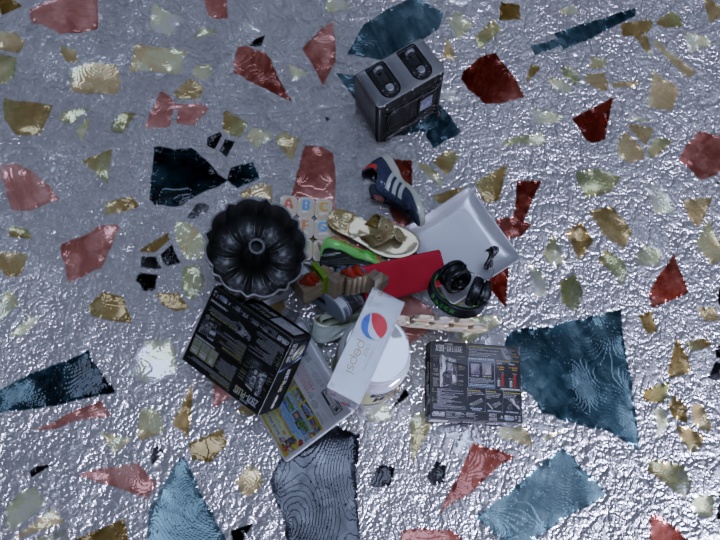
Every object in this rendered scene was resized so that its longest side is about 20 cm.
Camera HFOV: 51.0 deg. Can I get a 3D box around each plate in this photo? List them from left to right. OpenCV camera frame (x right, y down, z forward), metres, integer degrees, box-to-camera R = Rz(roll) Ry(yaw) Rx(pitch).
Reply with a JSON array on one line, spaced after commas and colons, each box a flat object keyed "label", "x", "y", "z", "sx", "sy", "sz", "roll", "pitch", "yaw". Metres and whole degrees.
[{"label": "plate", "x": 0.218, "y": -0.054, "z": 1.659, "sx": 0.198, "sy": 0.032, "sz": 0.202, "roll": -32, "pitch": 77, "yaw": -15}]

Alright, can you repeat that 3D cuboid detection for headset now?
[{"label": "headset", "x": 0.223, "y": 0.019, "z": 1.552, "sx": 0.123, "sy": 0.095, "sz": 0.199, "roll": 36, "pitch": 41, "yaw": 20}]

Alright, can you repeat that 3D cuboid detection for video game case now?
[{"label": "video game case", "x": -0.129, "y": 0.237, "z": 1.471, "sx": 0.181, "sy": 0.023, "sz": 0.202, "roll": -38, "pitch": 76, "yaw": 18}]

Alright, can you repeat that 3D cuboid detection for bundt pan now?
[{"label": "bundt pan", "x": -0.202, "y": -0.031, "z": 1.438, "sx": 0.196, "sy": 0.076, "sz": 0.207, "roll": 6, "pitch": 67, "yaw": -13}]

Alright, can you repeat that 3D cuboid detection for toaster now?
[{"label": "toaster", "x": 0.088, "y": -0.395, "z": 1.687, "sx": 0.178, "sy": 0.201, "sz": 0.120, "roll": -30, "pitch": 74, "yaw": -8}]

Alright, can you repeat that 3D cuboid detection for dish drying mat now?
[{"label": "dish drying mat", "x": 0.088, "y": 0.012, "z": 1.568, "sx": 0.195, "sy": 0.018, "sz": 0.079, "roll": -13, "pitch": 94, "yaw": -23}]

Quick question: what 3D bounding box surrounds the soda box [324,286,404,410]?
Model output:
[{"label": "soda box", "x": 0.008, "y": 0.137, "z": 1.337, "sx": 0.067, "sy": 0.064, "sz": 0.203, "roll": 25, "pitch": 70, "yaw": 3}]

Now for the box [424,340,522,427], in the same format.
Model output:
[{"label": "box", "x": 0.231, "y": 0.233, "z": 1.552, "sx": 0.194, "sy": 0.050, "sz": 0.162, "roll": 4, "pitch": 70, "yaw": -6}]

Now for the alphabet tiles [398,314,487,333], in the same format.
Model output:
[{"label": "alphabet tiles", "x": 0.150, "y": 0.108, "z": 1.507, "sx": 0.194, "sy": 0.196, "sz": 0.015, "roll": 6, "pitch": 81, "yaw": -6}]

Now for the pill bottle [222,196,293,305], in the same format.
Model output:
[{"label": "pill bottle", "x": -0.208, "y": -0.037, "z": 1.545, "sx": 0.112, "sy": 0.115, "sz": 0.204, "roll": -22, "pitch": 75, "yaw": -14}]

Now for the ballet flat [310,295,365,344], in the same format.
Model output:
[{"label": "ballet flat", "x": -0.011, "y": 0.091, "z": 1.555, "sx": 0.196, "sy": 0.070, "sz": 0.071, "roll": -20, "pitch": 74, "yaw": -12}]

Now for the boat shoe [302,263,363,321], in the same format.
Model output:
[{"label": "boat shoe", "x": -0.072, "y": 0.027, "z": 1.541, "sx": 0.067, "sy": 0.075, "sz": 0.198, "roll": -33, "pitch": 43, "yaw": -26}]

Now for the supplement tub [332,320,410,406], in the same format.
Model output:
[{"label": "supplement tub", "x": 0.021, "y": 0.175, "z": 1.466, "sx": 0.141, "sy": 0.201, "sz": 0.149, "roll": 2, "pitch": 70, "yaw": -6}]

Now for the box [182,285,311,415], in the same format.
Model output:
[{"label": "box", "x": -0.217, "y": 0.148, "z": 1.449, "sx": 0.197, "sy": 0.086, "sz": 0.167, "roll": 30, "pitch": 102, "yaw": 19}]

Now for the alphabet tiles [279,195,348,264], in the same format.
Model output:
[{"label": "alphabet tiles", "x": -0.121, "y": -0.067, "z": 1.631, "sx": 0.194, "sy": 0.015, "sz": 0.201, "roll": 5, "pitch": 70, "yaw": -5}]

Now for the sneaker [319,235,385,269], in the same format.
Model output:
[{"label": "sneaker", "x": 0.000, "y": 0.000, "z": 1.597, "sx": 0.197, "sy": 0.077, "sz": 0.085, "roll": 27, "pitch": 102, "yaw": -8}]

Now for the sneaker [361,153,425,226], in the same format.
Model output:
[{"label": "sneaker", "x": 0.068, "y": -0.162, "z": 1.650, "sx": 0.083, "sy": 0.076, "sz": 0.202, "roll": -25, "pitch": 57, "yaw": -12}]

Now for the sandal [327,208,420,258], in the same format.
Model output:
[{"label": "sandal", "x": 0.027, "y": -0.086, "z": 1.602, "sx": 0.207, "sy": 0.070, "sz": 0.079, "roll": 18, "pitch": 74, "yaw": 4}]

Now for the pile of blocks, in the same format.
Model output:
[{"label": "pile of blocks", "x": -0.040, "y": 0.007, "z": 1.472, "sx": 0.194, "sy": 0.063, "sz": 0.083, "roll": -5, "pitch": 48, "yaw": -13}]
